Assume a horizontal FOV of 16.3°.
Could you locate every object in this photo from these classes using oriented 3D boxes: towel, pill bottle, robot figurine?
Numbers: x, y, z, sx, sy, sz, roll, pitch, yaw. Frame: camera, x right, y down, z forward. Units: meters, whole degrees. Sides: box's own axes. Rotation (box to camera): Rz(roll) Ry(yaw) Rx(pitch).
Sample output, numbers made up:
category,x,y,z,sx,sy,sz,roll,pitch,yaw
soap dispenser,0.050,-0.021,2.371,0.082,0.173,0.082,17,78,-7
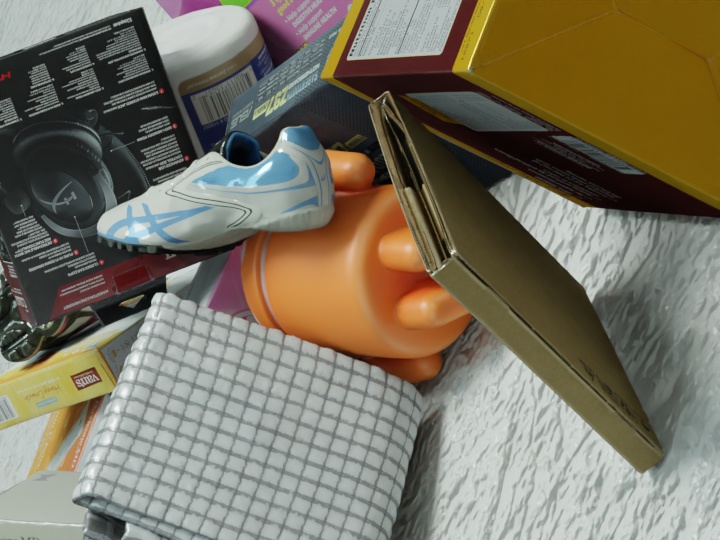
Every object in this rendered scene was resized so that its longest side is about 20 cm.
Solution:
category,x,y,z,sx,sy,sz,roll,pitch,yaw
towel,-0.073,0.127,1.615,0.086,0.200,0.166,114,174,-60
pill bottle,-0.097,-0.085,1.854,0.111,0.200,0.111,-18,24,8
robot figurine,0.000,0.002,1.652,0.200,0.144,0.117,1,59,51

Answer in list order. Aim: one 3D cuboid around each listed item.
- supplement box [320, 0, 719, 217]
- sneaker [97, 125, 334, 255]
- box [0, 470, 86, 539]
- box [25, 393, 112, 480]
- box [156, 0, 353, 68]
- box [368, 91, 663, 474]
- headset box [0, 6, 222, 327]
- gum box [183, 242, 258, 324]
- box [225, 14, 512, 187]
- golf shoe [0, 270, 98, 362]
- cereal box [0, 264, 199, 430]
category,x,y,z,sx,sy,sz,roll,pitch,yaw
supplement box,0.120,-0.129,1.406,0.200,0.197,0.133,8,75,66
sneaker,-0.095,-0.049,1.633,0.200,0.072,0.073,-11,82,41
box,-0.188,0.251,1.756,0.128,0.109,0.200,0,104,26
box,-0.191,0.159,1.932,0.125,0.097,0.200,-70,15,-4
box,-0.059,-0.230,1.861,0.097,0.200,0.176,-42,3,-39
box,0.085,0.006,1.389,0.021,0.200,0.164,-38,35,14
headset box,-0.189,-0.063,1.731,0.200,0.149,0.077,69,167,-9
gum box,-0.082,0.081,1.743,0.066,0.113,0.200,-35,28,54
box,0.021,-0.099,1.659,0.200,0.158,0.051,-29,46,56
golf shoe,-0.191,-0.007,1.849,0.200,0.088,0.077,-32,82,20
cereal box,-0.183,0.049,1.910,0.144,0.040,0.200,-21,12,38
